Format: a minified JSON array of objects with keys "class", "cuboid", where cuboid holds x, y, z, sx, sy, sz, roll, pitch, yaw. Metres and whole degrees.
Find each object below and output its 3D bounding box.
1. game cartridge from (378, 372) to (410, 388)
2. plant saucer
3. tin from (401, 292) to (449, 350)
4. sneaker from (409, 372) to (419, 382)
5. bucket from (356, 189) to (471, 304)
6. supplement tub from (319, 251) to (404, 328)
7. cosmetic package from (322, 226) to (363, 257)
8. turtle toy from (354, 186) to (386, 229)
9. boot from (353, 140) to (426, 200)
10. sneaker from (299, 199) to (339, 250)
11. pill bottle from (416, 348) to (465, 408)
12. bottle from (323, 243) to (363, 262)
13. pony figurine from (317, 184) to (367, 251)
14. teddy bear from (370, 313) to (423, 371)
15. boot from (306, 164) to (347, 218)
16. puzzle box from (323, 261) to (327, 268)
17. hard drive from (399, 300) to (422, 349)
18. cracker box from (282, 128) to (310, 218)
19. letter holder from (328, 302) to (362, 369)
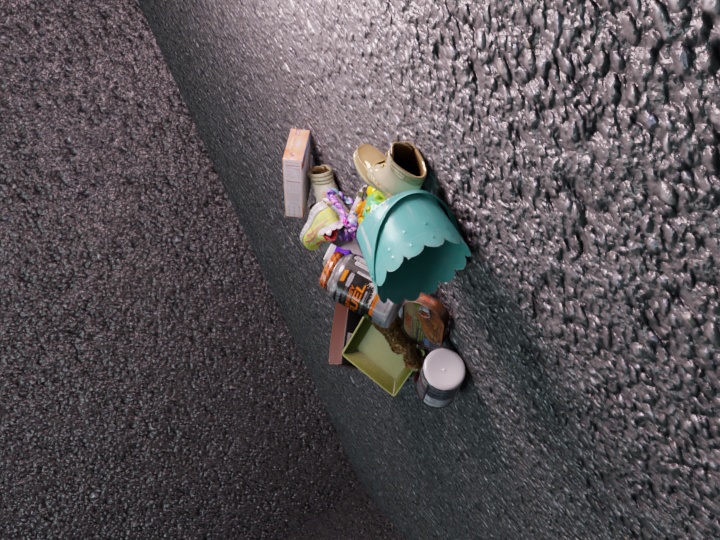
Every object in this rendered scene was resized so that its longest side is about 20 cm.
[{"class":"game cartridge","cuboid":[0.069,0.282,2.021,0.132,0.042,0.201,23,-161,-34]},{"class":"plant saucer","cuboid":[0.069,0.221,1.863,0.199,0.048,0.201,37,125,9]},{"class":"tin","cuboid":[0.153,0.121,1.575,0.110,0.042,0.201,23,151,15]},{"class":"sneaker","cuboid":[0.106,0.267,1.952,0.200,0.081,0.079,42,154,48]},{"class":"bucket","cuboid":[0.096,-0.046,1.271,0.208,0.204,0.136,93,152,-62]},{"class":"supplement tub","cuboid":[0.007,0.041,1.604,0.197,0.124,0.123,27,155,12]},{"class":"cosmetic package","cuboid":[-0.029,-0.044,1.858,0.200,0.089,0.108,47,156,50]},{"class":"turtle toy","cuboid":[0.047,-0.091,1.516,0.146,0.100,0.202,46,158,43]},{"class":"boot","cuboid":[0.058,-0.214,1.330,0.201,0.072,0.156,54,163,21]},{"class":"sneaker","cuboid":[-0.106,-0.103,1.802,0.090,0.078,0.201,46,151,12]},{"class":"pill bottle","cuboid":[0.195,0.278,1.653,0.107,0.105,0.201,54,162,22]},{"class":"bottle","cuboid":[0.000,0.000,1.710,0.197,0.066,0.083,29,176,-8]},{"class":"pony figurine","cuboid":[-0.023,-0.118,1.642,0.201,0.166,0.193,48,179,-14]},{"class":"teddy bear","cuboid":[0.105,0.169,1.698,0.202,0.066,0.145,58,-159,1]},{"class":"boot","cuboid":[-0.108,-0.215,1.847,0.199,0.071,0.157,19,136,60]},{"class":"puzzle box","cuboid":[-0.041,0.030,1.902,0.132,0.026,0.200,31,-169,-16]},{"class":"hard drive","cuboid":[0.134,0.107,1.704,0.133,0.025,0.201,54,162,25]},{"class":"cracker box","cuboid":[-0.173,-0.265,1.823,0.202,0.056,0.136,94,-177,-46]},{"class":"letter holder","cuboid":[-0.041,0.191,2.016,0.141,0.099,0.205,-12,67,57]}]
